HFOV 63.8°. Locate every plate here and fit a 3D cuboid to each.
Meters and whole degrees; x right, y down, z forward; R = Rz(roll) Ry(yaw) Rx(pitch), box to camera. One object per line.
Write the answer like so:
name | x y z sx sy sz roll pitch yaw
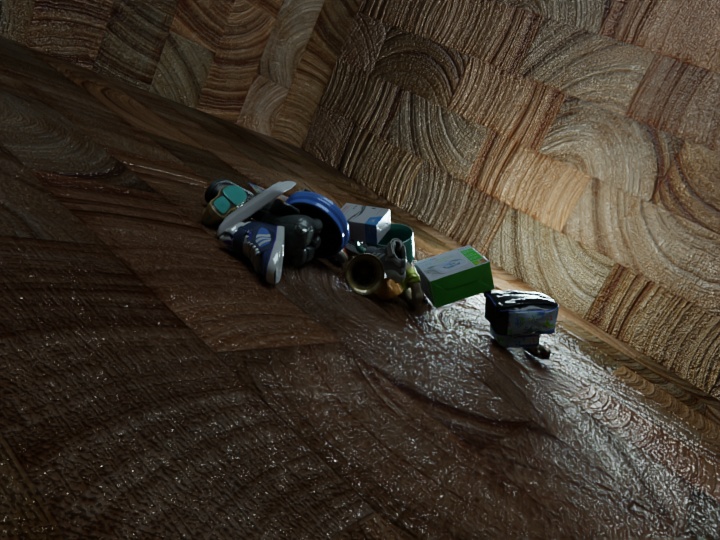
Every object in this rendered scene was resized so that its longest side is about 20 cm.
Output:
plate | -0.257 -0.162 1.426 0.033 0.197 0.200 55 10 -10

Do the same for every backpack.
backpack | 0.483 0.142 1.735 0.194 0.151 0.183 -3 18 -4

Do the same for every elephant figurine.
elephant figurine | -0.205 -0.104 1.460 0.197 0.158 0.141 26 35 16

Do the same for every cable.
cable | 0.525 0.218 1.808 0.095 0.051 0.200 13 19 -31

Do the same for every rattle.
rattle | 0.096 0.054 1.643 0.132 0.142 0.200 56 -9 -12

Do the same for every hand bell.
hand bell | 0.000 0.000 1.581 0.102 0.106 0.200 24 2 -9

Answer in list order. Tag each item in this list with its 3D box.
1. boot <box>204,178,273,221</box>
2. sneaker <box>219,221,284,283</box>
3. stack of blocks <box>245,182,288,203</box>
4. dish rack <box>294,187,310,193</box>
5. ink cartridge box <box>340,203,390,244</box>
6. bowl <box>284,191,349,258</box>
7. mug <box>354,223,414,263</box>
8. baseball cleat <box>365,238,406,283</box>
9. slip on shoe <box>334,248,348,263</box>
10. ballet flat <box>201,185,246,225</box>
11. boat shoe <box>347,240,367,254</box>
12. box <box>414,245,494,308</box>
boot | -0.315 -0.180 1.608 0.156 0.081 0.210 33 14 25
sneaker | -0.244 -0.042 1.282 0.142 0.082 0.202 4 33 -4
stack of blocks | -0.265 -0.203 1.835 0.197 0.060 0.115 17 17 -38
dish rack | -0.183 -0.260 2.231 0.151 0.056 0.200 26 15 3
ink cartridge box | -0.015 -0.152 1.822 0.195 0.068 0.116 11 35 23
bowl | -0.125 -0.114 1.533 0.197 0.202 0.040 27 49 2
mug | 0.088 -0.069 1.850 0.150 0.117 0.183 -27 35 -30
baseball cleat | 0.075 -0.045 1.550 0.068 0.109 0.200 0 24 -29
slip on shoe | -0.069 -0.080 1.714 0.075 0.061 0.200 54 0 -24
ballet flat | -0.353 -0.168 1.477 0.069 0.063 0.200 48 21 -8
boat shoe | -0.029 -0.109 1.925 0.197 0.067 0.070 27 13 2
box | 0.290 0.017 1.807 0.195 0.099 0.177 -17 23 -5
